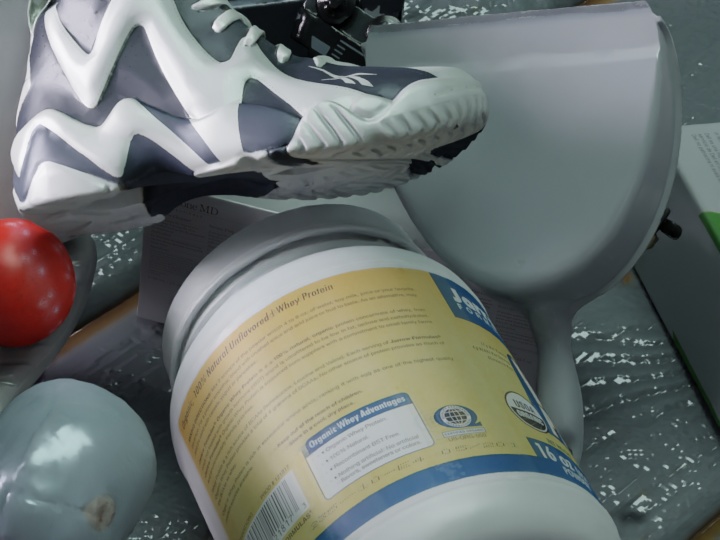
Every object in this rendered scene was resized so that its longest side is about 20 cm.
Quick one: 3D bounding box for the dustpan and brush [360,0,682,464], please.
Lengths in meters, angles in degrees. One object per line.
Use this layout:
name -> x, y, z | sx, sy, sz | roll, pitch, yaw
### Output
dustpan and brush -> 0.076, -0.009, 1.150 | 0.139, 0.201, 0.057 | -3, 0, 21

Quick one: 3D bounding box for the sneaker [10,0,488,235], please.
sneaker -> -0.051, -0.095, 1.101 | 0.198, 0.079, 0.130 | -11, 76, 15

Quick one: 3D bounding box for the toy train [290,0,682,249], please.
toy train -> 0.054, -0.062, 1.186 | 0.199, 0.046, 0.034 | 33, 4, 9

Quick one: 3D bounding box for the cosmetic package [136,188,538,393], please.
cosmetic package -> 0.000, 0.000, 1.225 | 0.199, 0.083, 0.051 | 14, 40, 7

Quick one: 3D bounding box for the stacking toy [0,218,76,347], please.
stacking toy -> -0.212, 0.036, 1.111 | 0.199, 0.086, 0.086 | -22, 46, -9

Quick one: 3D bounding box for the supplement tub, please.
supplement tub -> 0.007, 0.082, 1.081 | 0.144, 0.145, 0.200 | -10, 43, -20

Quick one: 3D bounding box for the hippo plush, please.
hippo plush -> -0.163, 0.102, 0.977 | 0.160, 0.201, 0.159 | 22, 23, 5

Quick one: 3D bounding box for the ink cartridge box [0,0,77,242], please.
ink cartridge box -> -0.204, -0.102, 1.217 | 0.082, 0.148, 0.200 | -14, 24, -19

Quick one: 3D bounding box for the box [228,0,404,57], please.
box -> -0.065, -0.134, 1.322 | 0.104, 0.149, 0.200 | -11, 43, -20

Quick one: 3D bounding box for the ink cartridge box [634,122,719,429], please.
ink cartridge box -> 0.248, -0.004, 1.264 | 0.199, 0.085, 0.146 | -5, 40, -14

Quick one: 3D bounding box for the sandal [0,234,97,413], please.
sandal -> -0.174, 0.061, 1.158 | 0.082, 0.050, 0.203 | 8, 51, 24
